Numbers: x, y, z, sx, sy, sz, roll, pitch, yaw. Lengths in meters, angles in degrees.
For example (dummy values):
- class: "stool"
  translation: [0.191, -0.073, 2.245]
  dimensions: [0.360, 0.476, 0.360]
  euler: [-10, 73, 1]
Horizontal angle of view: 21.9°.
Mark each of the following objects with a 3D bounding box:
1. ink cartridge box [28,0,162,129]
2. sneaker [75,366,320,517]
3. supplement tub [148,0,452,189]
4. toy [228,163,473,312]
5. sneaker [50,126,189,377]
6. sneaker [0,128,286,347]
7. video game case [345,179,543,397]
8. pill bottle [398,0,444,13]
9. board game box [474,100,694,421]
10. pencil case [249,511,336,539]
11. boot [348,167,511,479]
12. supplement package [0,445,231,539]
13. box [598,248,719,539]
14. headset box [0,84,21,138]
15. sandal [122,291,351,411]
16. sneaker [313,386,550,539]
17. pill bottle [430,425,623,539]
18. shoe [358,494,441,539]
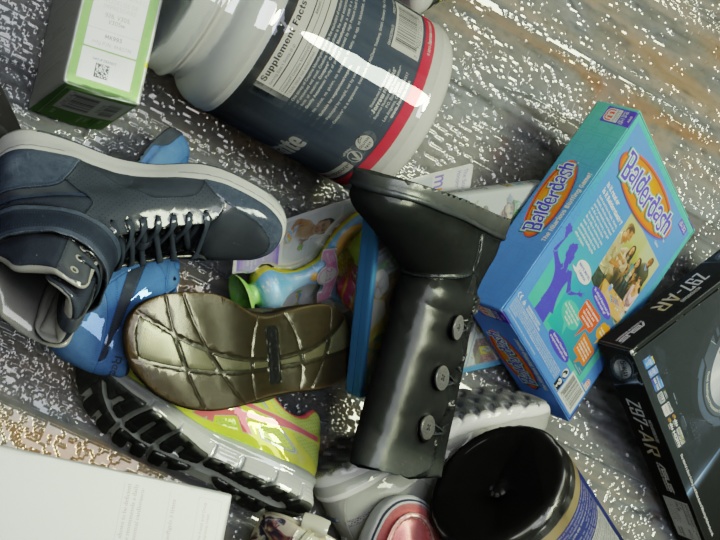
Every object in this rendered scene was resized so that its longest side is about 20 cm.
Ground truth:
- class: "ink cartridge box"
  translation: [-0.176, -0.209, 1.322]
  dimensions: [0.059, 0.104, 0.201]
  euler: [14, 79, -21]
- class: "sneaker"
  translation: [-0.113, 0.099, 1.343]
  dimensions: [0.200, 0.078, 0.091]
  euler: [32, 59, -20]
- class: "supplement tub"
  translation: [-0.046, -0.158, 1.351]
  dimensions: [0.199, 0.140, 0.141]
  euler: [28, 74, -21]
- class: "toy"
  translation: [0.000, 0.000, 1.376]
  dimensions: [0.199, 0.116, 0.047]
  euler: [-15, 48, -22]
- class: "sneaker"
  translation: [-0.154, -0.011, 1.312]
  dimensions: [0.078, 0.066, 0.201]
  euler: [28, 57, -5]
- class: "sneaker"
  translation: [-0.148, -0.008, 1.208]
  dimensions: [0.201, 0.077, 0.147]
  euler: [11, 41, -11]
- class: "video game case"
  translation: [0.070, 0.010, 1.392]
  dimensions: [0.199, 0.018, 0.144]
  euler: [-10, 111, -46]
- class: "pill bottle"
  translation: [0.088, -0.283, 1.442]
  dimensions: [0.199, 0.112, 0.113]
  euler: [-29, 97, -23]
- class: "board game box"
  translation: [0.174, -0.007, 1.452]
  dimensions: [0.200, 0.045, 0.152]
  euler: [-53, 136, -19]
- class: "pencil case"
  translation: [-0.083, 0.264, 1.322]
  dimensions: [0.078, 0.089, 0.200]
  euler: [34, 72, -1]
- class: "boot"
  translation: [0.026, 0.042, 1.293]
  dimensions: [0.165, 0.065, 0.201]
  euler: [18, 91, -49]
- class: "supplement package"
  translation: [-0.206, 0.187, 1.261]
  dimensions: [0.199, 0.117, 0.118]
  euler: [15, 80, -22]
- class: "box"
  translation: [0.292, 0.101, 1.504]
  dimensions: [0.160, 0.043, 0.201]
  euler: [-33, 114, -23]
- class: "headset box"
  translation: [-0.305, -0.069, 1.266]
  dimensions: [0.148, 0.077, 0.201]
  euler: [-28, 95, -24]
- class: "sandal"
  translation: [-0.089, 0.053, 1.301]
  dimensions: [0.199, 0.054, 0.082]
  euler: [-4, 91, -45]
- class: "sneaker"
  translation: [0.056, 0.148, 1.417]
  dimensions: [0.199, 0.075, 0.082]
  euler: [-20, 106, -17]
- class: "pill bottle"
  translation: [0.140, 0.216, 1.386]
  dimensions: [0.112, 0.112, 0.200]
  euler: [-51, 131, -20]
- class: "shoe"
  translation: [0.040, 0.265, 1.331]
  dimensions: [0.071, 0.091, 0.201]
  euler: [4, 90, -20]
